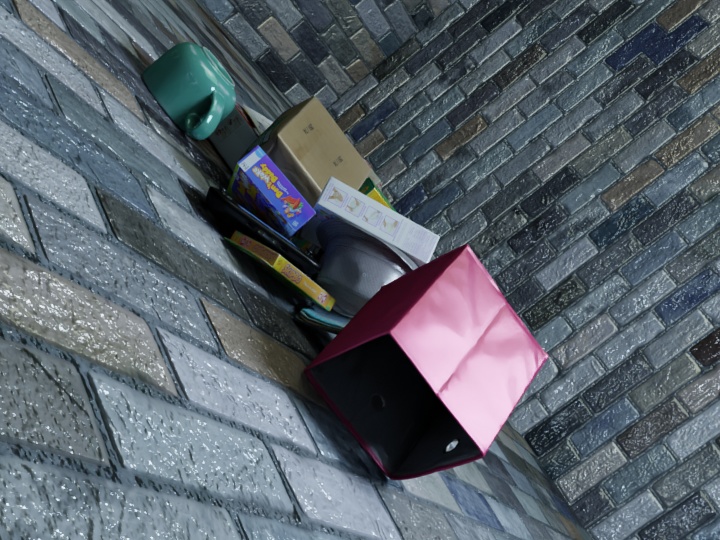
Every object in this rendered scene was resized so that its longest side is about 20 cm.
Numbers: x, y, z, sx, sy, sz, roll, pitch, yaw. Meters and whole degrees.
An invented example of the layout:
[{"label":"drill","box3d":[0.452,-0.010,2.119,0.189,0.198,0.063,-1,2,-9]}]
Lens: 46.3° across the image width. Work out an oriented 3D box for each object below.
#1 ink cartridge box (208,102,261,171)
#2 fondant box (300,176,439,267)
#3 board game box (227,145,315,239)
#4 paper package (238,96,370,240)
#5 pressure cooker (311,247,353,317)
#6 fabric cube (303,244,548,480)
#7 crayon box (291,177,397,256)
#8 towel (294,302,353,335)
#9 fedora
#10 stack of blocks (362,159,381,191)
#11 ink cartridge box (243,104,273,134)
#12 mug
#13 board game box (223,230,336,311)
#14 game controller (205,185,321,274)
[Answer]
[{"label":"ink cartridge box","box3d":[-0.208,-0.224,1.671,0.201,0.084,0.176,53,6,8]},{"label":"fondant box","box3d":[0.012,-0.055,1.364,0.199,0.059,0.144,28,-24,-5]},{"label":"board game box","box3d":[-0.148,-0.111,1.355,0.135,0.045,0.200,50,-15,-3]},{"label":"paper package","box3d":[-0.095,-0.188,1.509,0.191,0.103,0.200,52,34,-16]},{"label":"pressure cooker","box3d":[0.002,-0.002,1.524,0.175,0.180,0.200,29,11,0]},{"label":"fabric cube","box3d":[0.088,0.124,1.109,0.201,0.196,0.199,52,48,-7]},{"label":"crayon box","box3d":[-0.022,-0.072,1.654,0.119,0.199,0.058,48,8,-30]},{"label":"towel","box3d":[0.003,0.094,1.313,0.198,0.022,0.147,19,5,5]},{"label":"fedora","box3d":[0.000,0.014,1.331,0.199,0.091,0.177,32,-24,-13]},{"label":"stack of blocks","box3d":[-0.051,-0.141,1.787,0.059,0.199,0.115,52,-2,6]},{"label":"ink cartridge box","box3d":[-0.146,-0.230,1.663,0.199,0.050,0.161,22,25,-43]},{"label":"mug","box3d":[-0.284,-0.314,1.492,0.186,0.114,0.152,53,7,9]},{"label":"board game box","box3d":[-0.118,0.000,1.257,0.095,0.030,0.200,28,-6,33]},{"label":"game controller","box3d":[-0.143,-0.059,1.251,0.199,0.042,0.104,35,-8,-18]}]
